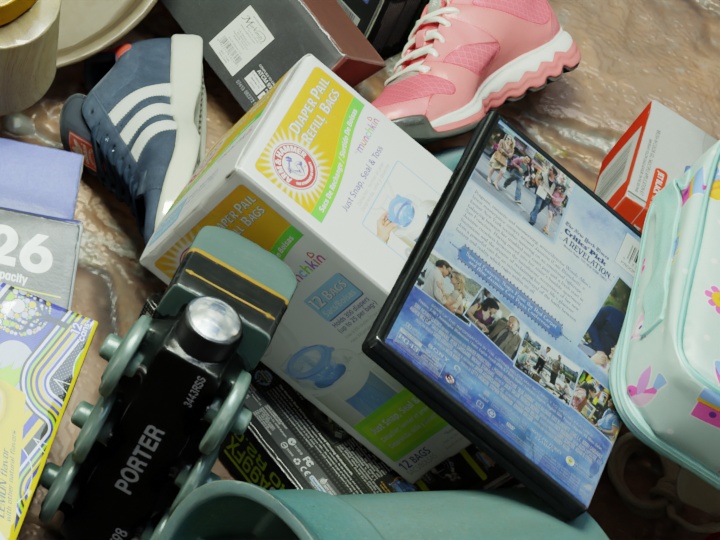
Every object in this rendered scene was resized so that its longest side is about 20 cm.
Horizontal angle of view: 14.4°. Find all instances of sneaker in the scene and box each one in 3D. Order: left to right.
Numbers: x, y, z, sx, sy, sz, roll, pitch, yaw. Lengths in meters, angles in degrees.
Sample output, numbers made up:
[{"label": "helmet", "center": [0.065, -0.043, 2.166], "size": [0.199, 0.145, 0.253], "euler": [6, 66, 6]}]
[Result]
[{"label": "sneaker", "center": [-0.132, -0.064, 1.640], "size": [0.084, 0.075, 0.200], "euler": [-2, 35, -1]}, {"label": "sneaker", "center": [0.051, -0.131, 1.755], "size": [0.200, 0.074, 0.087], "euler": [-32, 102, -45]}]

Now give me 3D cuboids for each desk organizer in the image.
[{"label": "desk organizer", "center": [-0.077, -0.180, 1.745], "size": [0.200, 0.072, 0.077], "euler": [53, 17, 15]}]

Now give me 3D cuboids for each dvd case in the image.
[{"label": "dvd case", "center": [0.089, 0.020, 1.494], "size": [0.143, 0.018, 0.200], "euler": [39, 44, -10]}]

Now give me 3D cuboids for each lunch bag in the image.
[{"label": "lunch bag", "center": [0.215, 0.030, 1.521], "size": [0.160, 0.077, 0.201], "euler": [29, 45, -11]}]

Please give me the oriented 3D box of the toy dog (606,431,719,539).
[{"label": "toy dog", "center": [0.195, 0.157, 1.587], "size": [0.131, 0.096, 0.200], "euler": [25, 49, -2]}]

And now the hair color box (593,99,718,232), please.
[{"label": "hair color box", "center": [0.235, -0.005, 1.724], "size": [0.199, 0.064, 0.111], "euler": [32, 37, -8]}]

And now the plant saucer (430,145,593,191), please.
[{"label": "plant saucer", "center": [0.106, -0.005, 1.695], "size": [0.199, 0.027, 0.201], "euler": [21, 39, -18]}]

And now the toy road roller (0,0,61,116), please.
[{"label": "toy road roller", "center": [-0.275, -0.154, 1.586], "size": [0.200, 0.123, 0.146], "euler": [43, 66, 13]}]

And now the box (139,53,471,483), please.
[{"label": "box", "center": [0.000, 0.000, 1.534], "size": [0.200, 0.112, 0.102], "euler": [40, 47, -11]}]

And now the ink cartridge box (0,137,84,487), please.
[{"label": "ink cartridge box", "center": [-0.252, 0.002, 1.531], "size": [0.197, 0.047, 0.201], "euler": [11, 69, -13]}]

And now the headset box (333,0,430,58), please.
[{"label": "headset box", "center": [0.023, -0.246, 1.837], "size": [0.200, 0.093, 0.174], "euler": [-27, 68, -36]}]

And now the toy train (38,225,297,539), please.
[{"label": "toy train", "center": [-0.099, 0.070, 1.471], "size": [0.085, 0.200, 0.114], "euler": [29, 42, -1]}]

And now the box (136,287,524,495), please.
[{"label": "box", "center": [-0.009, 0.070, 1.609], "size": [0.160, 0.044, 0.200], "euler": [-27, 68, -36]}]

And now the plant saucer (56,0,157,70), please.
[{"label": "plant saucer", "center": [-0.203, -0.206, 1.700], "size": [0.199, 0.029, 0.201], "euler": [0, 72, -1]}]

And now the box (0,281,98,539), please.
[{"label": "box", "center": [-0.203, 0.109, 1.450], "size": [0.070, 0.064, 0.201], "euler": [23, 65, -10]}]

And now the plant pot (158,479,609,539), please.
[{"label": "plant pot", "center": [0.022, 0.194, 1.439], "size": [0.195, 0.200, 0.201], "euler": [-5, 55, -36]}]
